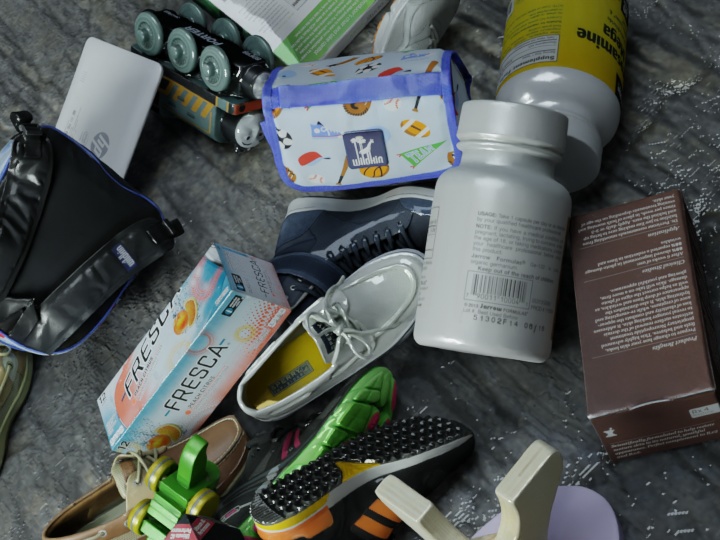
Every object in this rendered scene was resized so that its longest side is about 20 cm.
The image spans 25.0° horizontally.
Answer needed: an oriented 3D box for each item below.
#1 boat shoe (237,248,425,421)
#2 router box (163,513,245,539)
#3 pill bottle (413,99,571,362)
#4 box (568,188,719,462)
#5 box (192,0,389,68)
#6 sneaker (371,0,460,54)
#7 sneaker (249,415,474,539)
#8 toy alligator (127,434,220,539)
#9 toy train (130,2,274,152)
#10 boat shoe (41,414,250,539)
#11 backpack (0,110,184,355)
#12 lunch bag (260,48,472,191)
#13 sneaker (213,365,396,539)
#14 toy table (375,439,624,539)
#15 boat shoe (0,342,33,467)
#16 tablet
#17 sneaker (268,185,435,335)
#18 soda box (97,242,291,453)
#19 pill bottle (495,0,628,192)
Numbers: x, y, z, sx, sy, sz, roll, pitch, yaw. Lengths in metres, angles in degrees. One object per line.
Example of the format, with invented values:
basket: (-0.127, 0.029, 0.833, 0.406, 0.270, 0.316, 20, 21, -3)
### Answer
boat shoe: (-0.024, 0.053, 1.346, 0.201, 0.086, 0.075, -36, 82, 6)
router box: (-0.123, 0.308, 1.230, 0.150, 0.062, 0.200, -52, 43, 16)
pill bottle: (0.112, -0.031, 1.320, 0.114, 0.114, 0.202, 7, 87, 32)
box: (0.227, 0.041, 1.281, 0.099, 0.075, 0.201, -14, 47, 18)
box: (-0.084, -0.301, 1.690, 0.200, 0.036, 0.144, 40, 77, 15)
sneaker: (0.049, -0.191, 1.574, 0.092, 0.076, 0.201, 29, 79, 33)
sneaker: (0.008, 0.187, 1.293, 0.199, 0.091, 0.070, -22, 23, -25)
toy alligator: (-0.156, 0.219, 1.334, 0.059, 0.054, 0.201, 31, 109, 25)
toy train: (-0.163, -0.199, 1.664, 0.085, 0.115, 0.199, -22, 40, -40)
boat shoe: (-0.182, 0.191, 1.376, 0.200, 0.074, 0.076, -39, 35, -4)
backpack: (-0.306, -0.019, 1.546, 0.191, 0.200, 0.154, -60, 19, -21)
lunch bag: (0.011, -0.133, 1.424, 0.168, 0.200, 0.125, -5, 84, 8)
sneaker: (-0.050, 0.148, 1.344, 0.200, 0.077, 0.084, -45, 51, -12)
toy table: (0.098, 0.220, 1.178, 0.183, 0.117, 0.201, 16, 65, 37)
boat shoe: (-0.368, 0.120, 1.548, 0.073, 0.063, 0.202, -7, 52, 23)
tablet: (-0.278, -0.134, 1.679, 0.130, 0.014, 0.201, 25, 96, 40)
sneaker: (0.000, 0.001, 1.426, 0.201, 0.077, 0.147, -5, 45, 33)
soda box: (-0.146, 0.075, 1.404, 0.200, 0.068, 0.064, -52, 41, 23)
pill bottle: (0.180, -0.173, 1.450, 0.112, 0.113, 0.201, -7, 52, 24)
